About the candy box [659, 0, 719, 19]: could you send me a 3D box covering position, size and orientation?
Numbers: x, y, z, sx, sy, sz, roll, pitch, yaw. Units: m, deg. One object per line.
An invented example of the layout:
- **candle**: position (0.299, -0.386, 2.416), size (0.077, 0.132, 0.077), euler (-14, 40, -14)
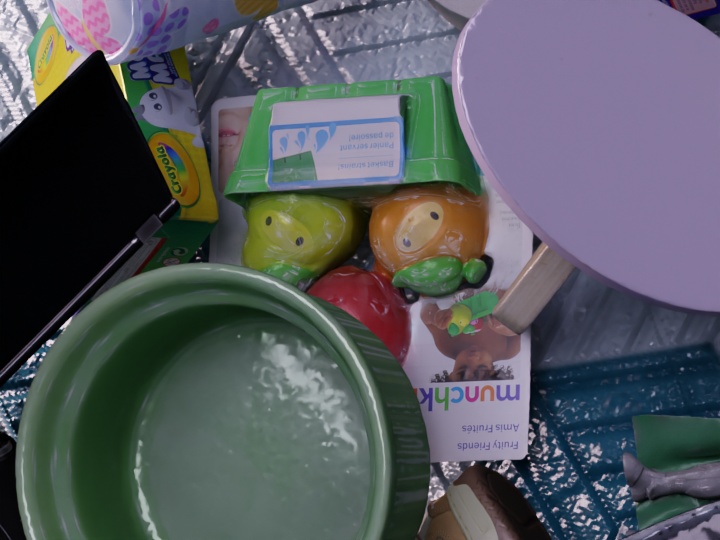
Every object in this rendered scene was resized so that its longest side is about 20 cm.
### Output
- **candy box**: position (0.137, -0.248, 1.490), size (0.077, 0.169, 0.201), euler (-13, 65, 13)

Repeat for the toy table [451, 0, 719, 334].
- **toy table**: position (0.129, -0.054, 1.445), size (0.184, 0.117, 0.200), euler (-42, 89, -9)

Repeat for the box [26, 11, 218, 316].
- **box**: position (-0.133, -0.088, 1.613), size (0.117, 0.048, 0.201), euler (-49, 45, 50)

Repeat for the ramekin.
- **ramekin**: position (-0.062, 0.098, 1.469), size (0.199, 0.098, 0.201), euler (-1, 87, 21)

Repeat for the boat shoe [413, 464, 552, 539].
- **boat shoe**: position (0.082, 0.193, 1.446), size (0.076, 0.072, 0.200), euler (-42, 50, 16)

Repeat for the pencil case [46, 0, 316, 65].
- **pencil case**: position (-0.074, -0.174, 1.570), size (0.199, 0.083, 0.091), euler (-25, 54, -38)

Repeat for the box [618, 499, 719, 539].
- **box**: position (0.177, 0.209, 1.320), size (0.104, 0.148, 0.201), euler (-26, 76, 15)

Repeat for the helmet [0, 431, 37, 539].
- **helmet**: position (-0.240, 0.189, 1.500), size (0.199, 0.200, 0.192), euler (-5, 97, 20)

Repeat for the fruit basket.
- **fruit basket**: position (0.000, 0.000, 1.535), size (0.184, 0.094, 0.201), euler (-2, 72, 21)

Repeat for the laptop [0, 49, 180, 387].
- **laptop**: position (-0.196, -0.011, 1.458), size (0.187, 0.116, 0.200), euler (-45, 24, -15)

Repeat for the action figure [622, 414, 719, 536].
- **action figure**: position (0.227, 0.107, 1.424), size (0.199, 0.055, 0.119), euler (-9, 64, 14)

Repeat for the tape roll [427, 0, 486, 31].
- **tape roll**: position (0.108, -0.216, 1.607), size (0.202, 0.037, 0.204), euler (-8, 67, 20)
